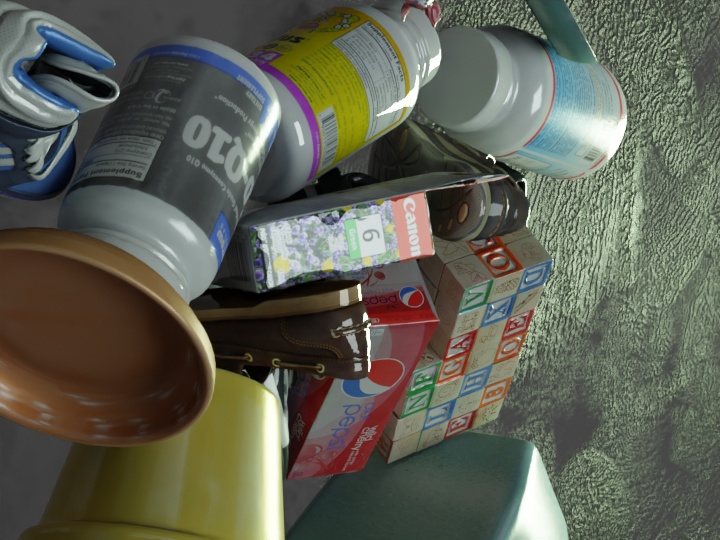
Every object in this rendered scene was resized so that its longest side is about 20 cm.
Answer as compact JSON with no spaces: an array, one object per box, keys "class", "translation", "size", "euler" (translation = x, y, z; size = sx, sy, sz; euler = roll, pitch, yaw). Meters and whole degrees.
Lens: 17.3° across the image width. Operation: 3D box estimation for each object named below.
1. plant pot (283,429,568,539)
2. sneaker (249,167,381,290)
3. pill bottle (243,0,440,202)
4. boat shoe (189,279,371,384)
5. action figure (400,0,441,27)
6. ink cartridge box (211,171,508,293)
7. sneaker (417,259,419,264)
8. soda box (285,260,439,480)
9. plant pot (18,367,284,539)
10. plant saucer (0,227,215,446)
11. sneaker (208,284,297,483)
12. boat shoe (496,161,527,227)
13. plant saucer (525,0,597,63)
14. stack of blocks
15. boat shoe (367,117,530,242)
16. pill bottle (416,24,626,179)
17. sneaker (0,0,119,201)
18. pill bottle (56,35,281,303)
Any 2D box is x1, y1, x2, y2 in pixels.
[{"class":"plant pot","translation":[0.070,0.239,1.945],"size":[0.200,0.196,0.196],"euler":[-60,142,-34]},{"class":"sneaker","translation":[0.000,0.000,1.803],"size":[0.200,0.111,0.073],"euler":[61,8,-53]},{"class":"pill bottle","translation":[-0.026,-0.134,1.750],"size":[0.200,0.104,0.105],"euler":[-35,128,-44]},{"class":"boat shoe","translation":[-0.078,0.047,1.644],"size":[0.070,0.199,0.071],"euler":[-23,107,-47]},{"class":"action figure","translation":[0.057,-0.279,1.734],"size":[0.149,0.133,0.201],"euler":[-103,-151,-69]},{"class":"ink cartridge box","translation":[-0.002,-0.029,1.670],"size":[0.199,0.109,0.051],"euler":[-12,98,-21]},{"class":"sneaker","translation":[0.038,0.011,1.916],"size":[0.200,0.080,0.087],"euler":[32,85,-48]},{"class":"soda box","translation":[-0.009,0.075,1.778],"size":[0.070,0.064,0.200],"euler":[-5,143,-24]},{"class":"plant pot","translation":[-0.134,0.170,1.635],"size":[0.201,0.200,0.190],"euler":[35,58,-53]},{"class":"plant saucer","translation":[-0.185,0.038,1.508],"size":[0.201,0.199,0.038],"euler":[64,33,-43]},{"class":"sneaker","translation":[-0.076,0.069,1.770],"size":[0.088,0.074,0.201],"euler":[-38,126,-48]},{"class":"boat shoe","translation":[0.121,-0.002,2.033],"size":[0.074,0.066,0.200],"euler":[-23,119,-50]},{"class":"plant saucer","translation":[0.129,-0.247,1.896],"size":[0.027,0.201,0.200],"euler":[-30,138,6]},{"class":"stack of blocks","translation":[0.070,0.054,1.888],"size":[0.115,0.059,0.200],"euler":[-19,145,-29]},{"class":"boat shoe","translation":[0.066,-0.065,1.828],"size":[0.073,0.200,0.075],"euler":[11,107,-27]},{"class":"pill bottle","translation":[0.131,-0.143,1.964],"size":[0.200,0.108,0.109],"euler":[13,90,-55]},{"class":"sneaker","translation":[-0.199,-0.097,1.478],"size":[0.081,0.146,0.200],"euler":[-62,142,-20]},{"class":"pill bottle","translation":[-0.135,-0.049,1.582],"size":[0.114,0.113,0.201],"euler":[61,39,-44]}]
